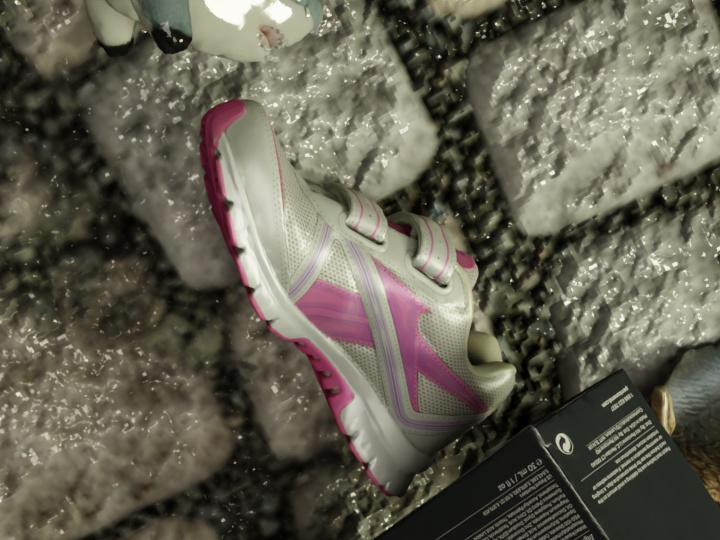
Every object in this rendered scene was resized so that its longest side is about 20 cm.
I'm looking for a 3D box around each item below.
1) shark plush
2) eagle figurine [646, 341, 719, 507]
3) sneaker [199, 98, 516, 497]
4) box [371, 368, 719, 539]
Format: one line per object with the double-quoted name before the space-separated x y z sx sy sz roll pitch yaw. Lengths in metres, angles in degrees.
"shark plush" -0.092 -0.170 0.802 0.083 0.091 0.201 -31 94 -17
"eagle figurine" 0.189 0.103 0.926 0.199 0.152 0.152 -16 162 -35
"sneaker" 0.000 0.000 0.863 0.088 0.081 0.200 -31 122 2
"box" 0.069 0.156 0.858 0.200 0.079 0.142 -40 79 41
